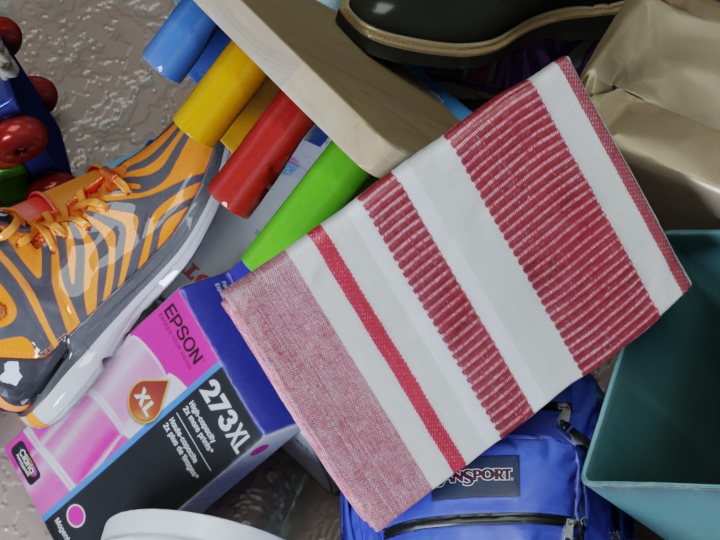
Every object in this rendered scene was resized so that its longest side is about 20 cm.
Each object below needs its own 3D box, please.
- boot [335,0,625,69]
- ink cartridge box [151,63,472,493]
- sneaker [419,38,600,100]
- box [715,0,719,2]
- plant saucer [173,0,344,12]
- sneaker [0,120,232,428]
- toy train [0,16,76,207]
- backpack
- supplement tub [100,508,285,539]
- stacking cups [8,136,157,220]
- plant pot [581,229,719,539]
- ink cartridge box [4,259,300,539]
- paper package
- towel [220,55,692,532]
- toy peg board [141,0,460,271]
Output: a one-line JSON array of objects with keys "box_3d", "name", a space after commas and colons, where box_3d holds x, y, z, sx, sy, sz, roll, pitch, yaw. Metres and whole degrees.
[{"box_3d": [0.086, -0.191, 1.397, 0.199, 0.139, 0.077, -16, 47, -33], "name": "boot"}, {"box_3d": [0.000, 0.000, 1.439, 0.200, 0.085, 0.144, -42, 65, -14], "name": "ink cartridge box"}, {"box_3d": [0.072, -0.139, 1.497, 0.199, 0.084, 0.081, -3, 64, 3], "name": "sneaker"}, {"box_3d": [0.230, -0.189, 1.436, 0.102, 0.200, 0.095, 21, 70, 18], "name": "box"}, {"box_3d": [-0.054, -0.204, 1.503, 0.200, 0.027, 0.201, -4, 85, 46], "name": "plant saucer"}, {"box_3d": [-0.154, -0.023, 1.367, 0.112, 0.078, 0.200, 37, 82, -22], "name": "sneaker"}, {"box_3d": [-0.237, -0.089, 1.450, 0.115, 0.200, 0.085, -20, 63, 3], "name": "toy train"}, {"box_3d": [0.070, 0.138, 1.318, 0.162, 0.168, 0.201, -1, 64, 1], "name": "backpack"}, {"box_3d": [-0.095, 0.236, 1.302, 0.145, 0.146, 0.201, 9, 66, 11], "name": "supplement tub"}, {"box_3d": [-0.120, -0.042, 1.453, 0.199, 0.061, 0.061, -27, 62, -28], "name": "stacking cups"}, {"box_3d": [0.235, 0.091, 1.291, 0.141, 0.200, 0.142, -2, 58, 41], "name": "plant pot"}, {"box_3d": [-0.099, 0.078, 1.377, 0.200, 0.037, 0.095, -40, 70, 25], "name": "ink cartridge box"}, {"box_3d": [0.213, -0.036, 1.364, 0.190, 0.200, 0.104, 23, 68, 18], "name": "paper package"}, {"box_3d": [0.048, 0.010, 1.225, 0.200, 0.144, 0.023, -36, 24, -10], "name": "towel"}, {"box_3d": [-0.024, -0.062, 1.329, 0.098, 0.200, 0.199, -51, 57, 11], "name": "toy peg board"}]
